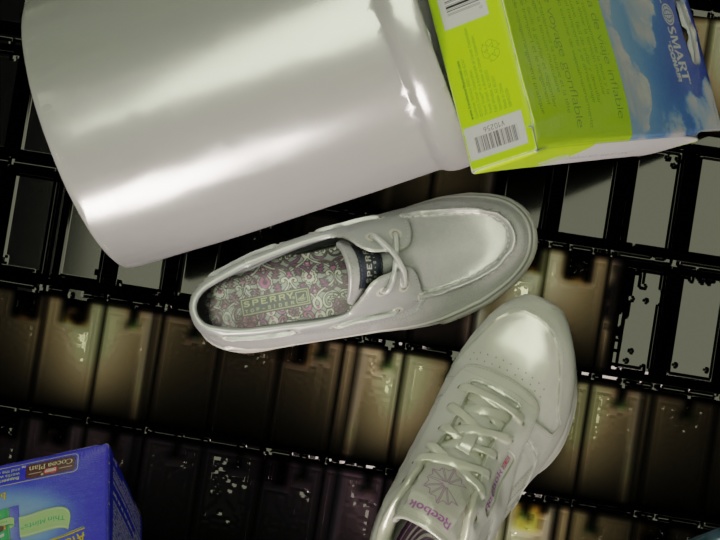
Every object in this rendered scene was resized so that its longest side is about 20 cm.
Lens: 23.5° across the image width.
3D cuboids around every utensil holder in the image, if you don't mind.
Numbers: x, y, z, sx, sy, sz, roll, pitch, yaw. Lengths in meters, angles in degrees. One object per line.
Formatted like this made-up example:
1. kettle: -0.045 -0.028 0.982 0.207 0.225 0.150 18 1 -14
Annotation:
1. utensil holder: -0.057 -0.106 0.927 0.200 0.170 0.170 -18 85 8

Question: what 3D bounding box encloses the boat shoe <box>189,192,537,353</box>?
1. boat shoe: 0.000 0.000 0.962 0.200 0.069 0.072 -8 86 6

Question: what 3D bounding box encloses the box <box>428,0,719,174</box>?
1. box: 0.115 -0.120 0.914 0.048 0.200 0.122 -17 85 37

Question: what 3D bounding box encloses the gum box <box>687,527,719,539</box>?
1. gum box: 0.225 0.222 0.939 0.200 0.045 0.170 -22 85 4

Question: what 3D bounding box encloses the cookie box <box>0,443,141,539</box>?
1. cookie box: -0.204 0.206 0.917 0.171 0.075 0.200 -12 45 5

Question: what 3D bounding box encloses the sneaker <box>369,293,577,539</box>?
1. sneaker: 0.062 0.107 0.935 0.075 0.100 0.200 25 89 9
